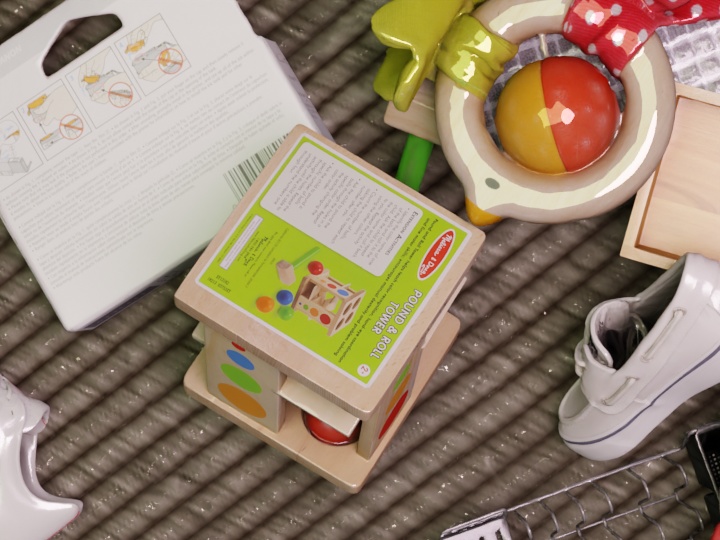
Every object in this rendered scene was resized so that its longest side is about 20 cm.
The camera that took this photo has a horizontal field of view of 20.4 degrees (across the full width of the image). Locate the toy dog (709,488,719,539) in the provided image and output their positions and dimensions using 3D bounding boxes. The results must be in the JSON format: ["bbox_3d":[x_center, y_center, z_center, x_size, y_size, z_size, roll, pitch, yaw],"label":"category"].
[{"bbox_3d":[0.236,0.126,1.065,0.096,0.132,0.201,18,82,3],"label":"toy dog"}]

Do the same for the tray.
[{"bbox_3d":[0.251,-0.029,1.084,0.199,0.037,0.099,16,98,10],"label":"tray"}]

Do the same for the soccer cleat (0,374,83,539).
[{"bbox_3d":[-0.240,0.082,1.242,0.085,0.069,0.201,-24,89,1],"label":"soccer cleat"}]

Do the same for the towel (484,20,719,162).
[{"bbox_3d":[0.149,-0.136,1.151,0.199,0.086,0.166,-18,88,11],"label":"towel"}]

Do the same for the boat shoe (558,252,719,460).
[{"bbox_3d":[0.151,0.046,1.106,0.066,0.200,0.072,28,62,-11],"label":"boat shoe"}]

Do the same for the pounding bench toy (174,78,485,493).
[{"bbox_3d":[0.000,0.000,1.157,0.124,0.156,0.200,30,68,10],"label":"pounding bench toy"}]

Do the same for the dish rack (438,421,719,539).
[{"bbox_3d":[0.146,0.187,1.151,0.199,0.055,0.154,-19,87,-6],"label":"dish rack"}]

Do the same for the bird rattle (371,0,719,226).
[{"bbox_3d":[0.106,-0.108,1.073,0.199,0.113,0.164,-12,89,1],"label":"bird rattle"}]

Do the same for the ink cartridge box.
[{"bbox_3d":[-0.136,-0.086,1.228,0.199,0.044,0.174,-32,84,10],"label":"ink cartridge box"}]
